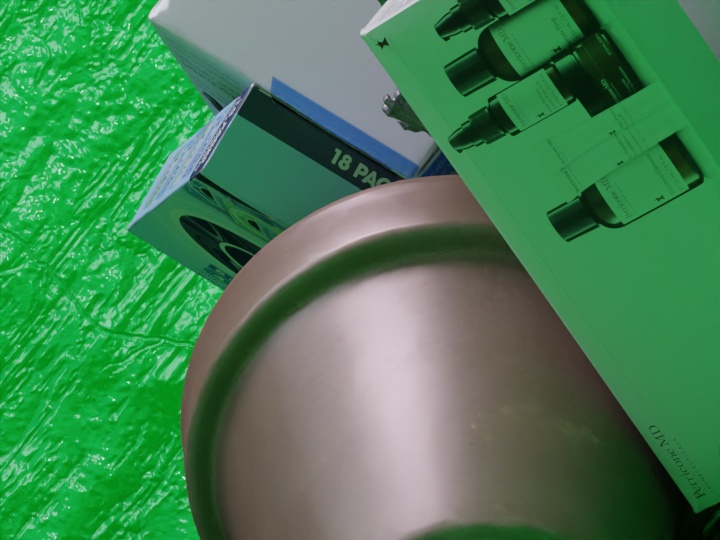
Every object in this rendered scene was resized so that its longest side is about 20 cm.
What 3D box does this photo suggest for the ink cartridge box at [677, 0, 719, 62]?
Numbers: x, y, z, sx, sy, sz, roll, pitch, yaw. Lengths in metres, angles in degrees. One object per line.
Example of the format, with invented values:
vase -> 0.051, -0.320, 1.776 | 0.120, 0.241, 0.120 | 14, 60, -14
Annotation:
ink cartridge box -> 0.144, -0.117, 1.067 | 0.144, 0.085, 0.200 | -8, 29, 31

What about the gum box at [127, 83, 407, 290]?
gum box -> 0.000, 0.000, 1.197 | 0.045, 0.170, 0.200 | -60, 8, -12

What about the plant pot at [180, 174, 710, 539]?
plant pot -> 0.034, 0.093, 1.027 | 0.200, 0.200, 0.175 | -51, 19, 21

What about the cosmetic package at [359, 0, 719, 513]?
cosmetic package -> 0.092, -0.022, 0.969 | 0.082, 0.200, 0.051 | -29, 13, 33

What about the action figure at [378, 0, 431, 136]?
action figure -> 0.046, -0.077, 1.096 | 0.055, 0.200, 0.118 | -30, 6, 35

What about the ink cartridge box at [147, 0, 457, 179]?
ink cartridge box -> 0.014, -0.062, 1.251 | 0.084, 0.145, 0.200 | -54, -25, -10
